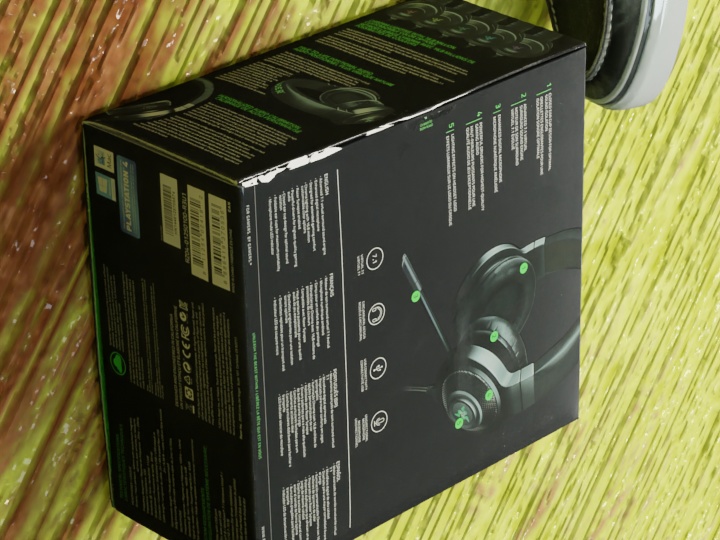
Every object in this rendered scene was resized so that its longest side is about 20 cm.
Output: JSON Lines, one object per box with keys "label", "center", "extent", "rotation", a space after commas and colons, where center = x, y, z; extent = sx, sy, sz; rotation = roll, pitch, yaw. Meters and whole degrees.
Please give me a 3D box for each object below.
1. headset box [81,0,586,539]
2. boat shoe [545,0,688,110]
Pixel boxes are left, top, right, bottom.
{"label": "headset box", "center": [0.000, 0.000, 1.042], "extent": [0.200, 0.093, 0.174], "rotation": [-25, 125, -37]}
{"label": "boat shoe", "center": [0.088, -0.162, 1.087], "extent": [0.071, 0.072, 0.200], "rotation": [-14, 109, -32]}
